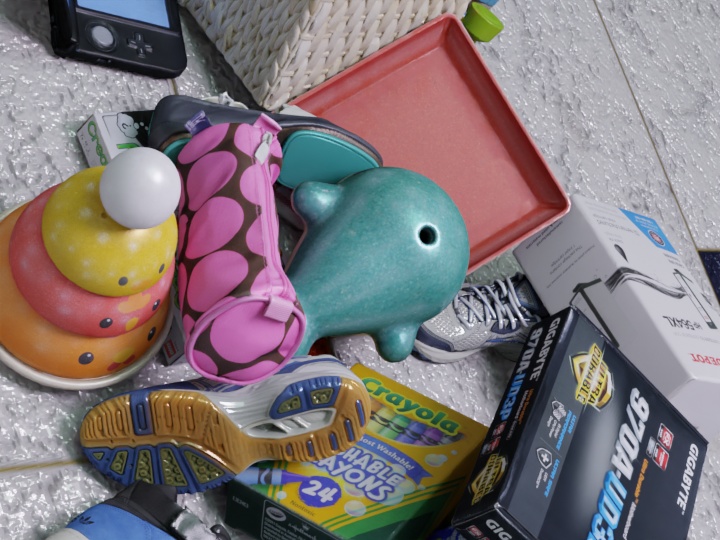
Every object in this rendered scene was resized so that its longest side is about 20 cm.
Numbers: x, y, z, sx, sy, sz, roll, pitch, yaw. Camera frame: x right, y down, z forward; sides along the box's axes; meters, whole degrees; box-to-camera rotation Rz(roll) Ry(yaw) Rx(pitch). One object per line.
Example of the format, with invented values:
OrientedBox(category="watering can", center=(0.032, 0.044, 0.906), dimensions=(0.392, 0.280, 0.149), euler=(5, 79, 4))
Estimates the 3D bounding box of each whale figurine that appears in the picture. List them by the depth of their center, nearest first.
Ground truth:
OrientedBox(category="whale figurine", center=(0.000, 0.000, 0.994), dimensions=(0.200, 0.104, 0.159), euler=(-33, 98, -30))

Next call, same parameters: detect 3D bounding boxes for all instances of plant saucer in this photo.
OrientedBox(category="plant saucer", center=(0.044, -0.085, 1.103), dimensions=(0.199, 0.037, 0.200), euler=(-31, 87, -9))

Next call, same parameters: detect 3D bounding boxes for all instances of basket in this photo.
OrientedBox(category="basket", center=(-0.016, -0.261, 1.113), dimensions=(0.198, 0.200, 0.161), euler=(-11, 56, -43))

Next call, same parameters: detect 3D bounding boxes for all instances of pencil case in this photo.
OrientedBox(category="pencil case", center=(-0.084, -0.019, 0.908), dimensions=(0.091, 0.094, 0.200), euler=(38, 28, -39))

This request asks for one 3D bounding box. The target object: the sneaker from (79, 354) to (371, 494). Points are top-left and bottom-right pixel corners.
OrientedBox(category="sneaker", center=(-0.095, 0.103, 0.916), dimensions=(0.199, 0.088, 0.076), euler=(-4, 107, -10))

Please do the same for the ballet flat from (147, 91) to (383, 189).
OrientedBox(category="ballet flat", center=(-0.074, -0.106, 1.029), dimensions=(0.199, 0.073, 0.073), euler=(3, 62, -30))

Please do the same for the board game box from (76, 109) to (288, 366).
OrientedBox(category="board game box", center=(-0.128, -0.033, 1.014), dimensions=(0.126, 0.035, 0.201), euler=(-12, 73, -44))

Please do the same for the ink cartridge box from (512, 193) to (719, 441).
OrientedBox(category="ink cartridge box", center=(0.242, 0.044, 1.123), dimensions=(0.146, 0.084, 0.200), euler=(12, 41, -48))

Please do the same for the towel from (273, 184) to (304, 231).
OrientedBox(category="towel", center=(0.000, -0.091, 1.168), dimensions=(0.146, 0.030, 0.200), euler=(33, 47, -20))

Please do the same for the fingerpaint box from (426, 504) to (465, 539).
OrientedBox(category="fingerpaint box", center=(0.084, 0.213, 0.946), dimensions=(0.073, 0.167, 0.200), euler=(55, 43, -2))

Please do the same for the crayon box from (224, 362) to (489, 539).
OrientedBox(category="crayon box", center=(0.009, 0.142, 0.966), dimensions=(0.125, 0.052, 0.200), euler=(24, 36, 24))

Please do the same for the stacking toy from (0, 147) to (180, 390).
OrientedBox(category="stacking toy", center=(-0.167, -0.019, 0.842), dimensions=(0.146, 0.200, 0.147), euler=(11, 62, -22))

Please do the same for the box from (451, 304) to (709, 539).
OrientedBox(category="box", center=(0.158, 0.145, 0.897), dimensions=(0.159, 0.046, 0.200), euler=(44, 44, -14))

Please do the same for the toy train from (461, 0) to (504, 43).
OrientedBox(category="toy train", center=(0.090, -0.200, 1.222), dimensions=(0.084, 0.116, 0.200), euler=(30, 30, -23))

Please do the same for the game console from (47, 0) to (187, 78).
OrientedBox(category="game console", center=(-0.205, -0.277, 1.044), dimensions=(0.175, 0.116, 0.201), euler=(7, 60, -38))

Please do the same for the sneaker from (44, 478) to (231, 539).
OrientedBox(category="sneaker", center=(-0.106, 0.226, 0.837), dimensions=(0.111, 0.077, 0.200), euler=(-35, 83, -38))

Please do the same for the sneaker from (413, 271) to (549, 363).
OrientedBox(category="sneaker", center=(0.120, 0.033, 1.152), dimensions=(0.199, 0.085, 0.077), euler=(3, 62, -39))
